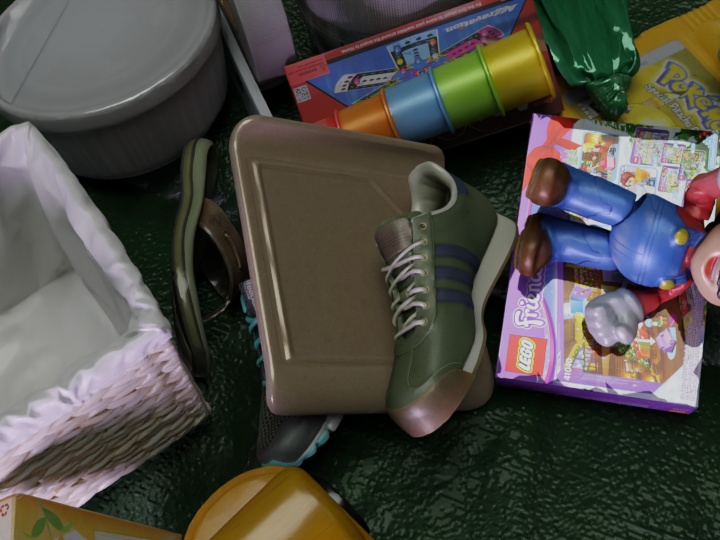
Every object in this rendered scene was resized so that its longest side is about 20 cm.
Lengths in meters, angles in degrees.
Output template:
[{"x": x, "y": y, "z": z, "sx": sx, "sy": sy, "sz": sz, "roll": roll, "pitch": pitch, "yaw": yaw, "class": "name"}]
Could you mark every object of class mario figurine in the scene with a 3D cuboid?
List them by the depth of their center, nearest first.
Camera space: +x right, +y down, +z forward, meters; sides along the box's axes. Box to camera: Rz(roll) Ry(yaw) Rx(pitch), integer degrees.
[{"x": 0.199, "y": -0.013, "z": 0.639, "sx": 0.199, "sy": 0.124, "sz": 0.106, "roll": 13, "pitch": 64, "yaw": 15, "class": "mario figurine"}]

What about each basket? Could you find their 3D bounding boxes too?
[{"x": -0.234, "y": 0.054, "z": 0.661, "sx": 0.200, "sy": 0.161, "sz": 0.198, "roll": -33, "pitch": 62, "yaw": -13, "class": "basket"}]

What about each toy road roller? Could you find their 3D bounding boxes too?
[{"x": -0.021, "y": 0.201, "z": 0.588, "sx": 0.123, "sy": 0.146, "sz": 0.200, "roll": -42, "pitch": 64, "yaw": -17, "class": "toy road roller"}]

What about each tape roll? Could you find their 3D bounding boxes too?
[{"x": -0.105, "y": -0.249, "z": 0.828, "sx": 0.037, "sy": 0.203, "sz": 0.203, "roll": -24, "pitch": 60, "yaw": -6, "class": "tape roll"}]

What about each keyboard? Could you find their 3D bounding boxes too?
[{"x": -0.102, "y": -0.167, "z": 0.863, "sx": 0.011, "sy": 0.056, "sz": 0.200, "roll": -20, "pitch": 60, "yaw": -9, "class": "keyboard"}]

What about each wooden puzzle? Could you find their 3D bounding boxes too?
[{"x": 0.000, "y": 0.000, "z": 0.700, "sx": 0.185, "sy": 0.037, "sz": 0.201, "roll": 4, "pitch": 68, "yaw": -35, "class": "wooden puzzle"}]

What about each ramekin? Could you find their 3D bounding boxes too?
[{"x": -0.203, "y": -0.165, "z": 0.840, "sx": 0.202, "sy": 0.094, "sz": 0.203, "roll": -6, "pitch": 53, "yaw": 8, "class": "ramekin"}]

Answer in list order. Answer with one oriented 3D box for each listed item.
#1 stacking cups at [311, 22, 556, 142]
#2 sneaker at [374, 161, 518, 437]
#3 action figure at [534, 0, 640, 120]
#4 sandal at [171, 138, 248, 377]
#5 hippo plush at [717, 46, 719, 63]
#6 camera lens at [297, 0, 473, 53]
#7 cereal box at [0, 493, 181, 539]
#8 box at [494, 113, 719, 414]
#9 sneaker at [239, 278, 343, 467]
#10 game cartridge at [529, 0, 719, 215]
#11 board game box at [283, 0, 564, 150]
[{"x": 0.046, "y": -0.118, "z": 0.767, "sx": 0.199, "sy": 0.061, "sz": 0.061, "roll": -23, "pitch": 59, "yaw": 11, "class": "stacking cups"}, {"x": 0.039, "y": 0.007, "z": 0.658, "sx": 0.090, "sy": 0.067, "sz": 0.200, "roll": 43, "pitch": 44, "yaw": -17, "class": "sneaker"}, {"x": 0.175, "y": -0.207, "z": 0.821, "sx": 0.118, "sy": 0.055, "sz": 0.201, "roll": -11, "pitch": 63, "yaw": -6, "class": "action figure"}, {"x": -0.113, "y": -0.018, "z": 0.770, "sx": 0.057, "sy": 0.080, "sz": 0.202, "roll": 4, "pitch": 59, "yaw": -7, "class": "sandal"}, {"x": 0.369, "y": -0.224, "z": 0.759, "sx": 0.159, "sy": 0.161, "sz": 0.200, "roll": 18, "pitch": 48, "yaw": -4, "class": "hippo plush"}, {"x": 0.019, "y": -0.269, "z": 0.824, "sx": 0.159, "sy": 0.200, "sz": 0.160, "roll": -3, "pitch": 60, "yaw": 5, "class": "camera lens"}, {"x": -0.159, "y": 0.242, "z": 0.585, "sx": 0.039, "sy": 0.144, "sz": 0.201, "roll": -24, "pitch": 55, "yaw": 24, "class": "cereal box"}, {"x": 0.177, "y": -0.008, "z": 0.721, "sx": 0.136, "sy": 0.039, "sz": 0.201, "roll": 8, "pitch": 76, "yaw": 11, "class": "box"}, {"x": -0.051, "y": 0.042, "z": 0.708, "sx": 0.091, "sy": 0.078, "sz": 0.201, "roll": 32, "pitch": 52, "yaw": -27, "class": "sneaker"}, {"x": 0.256, "y": -0.119, "z": 0.807, "sx": 0.200, "sy": 0.032, "sz": 0.177, "roll": -27, "pitch": 61, "yaw": -7, "class": "game cartridge"}, {"x": 0.050, "y": -0.144, "z": 0.798, "sx": 0.199, "sy": 0.019, "sz": 0.103, "roll": -18, "pitch": 103, "yaw": 7, "class": "board game box"}]
